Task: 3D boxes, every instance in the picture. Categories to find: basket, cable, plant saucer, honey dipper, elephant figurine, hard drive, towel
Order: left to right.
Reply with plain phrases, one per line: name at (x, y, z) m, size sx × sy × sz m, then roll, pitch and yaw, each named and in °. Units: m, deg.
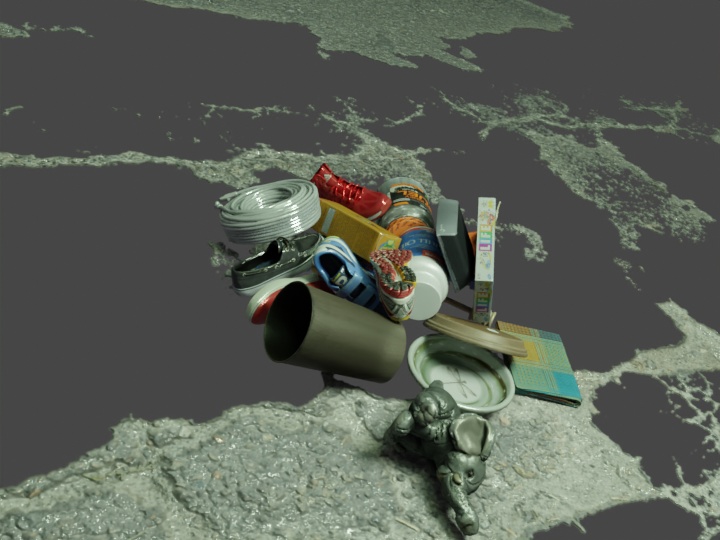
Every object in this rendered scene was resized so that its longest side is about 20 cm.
cable at (-0.174, -0.112, 1.725) m, size 0.199 × 0.070 × 0.200 m, roll -18°, pitch 24°, yaw -9°
basket at (-0.036, 0.111, 1.489) m, size 0.199 × 0.137 × 0.180 m, roll 19°, pitch -8°, yaw -27°
honey dipper at (0.172, 0.058, 1.779) m, size 0.199 × 0.038 × 0.038 m, roll 25°, pitch 34°, yaw 9°
elephant figurine at (0.143, 0.285, 1.390) m, size 0.200 × 0.155 × 0.142 m, roll 41°, pitch -6°, yaw 11°
hard drive at (0.182, -0.055, 1.712) m, size 0.042 × 0.135 × 0.200 m, roll -16°, pitch 20°, yaw 14°
plant saucer at (0.170, 0.192, 1.574) m, size 0.199 × 0.050 × 0.200 m, roll 15°, pitch 31°, yaw -9°
plant saucer at (0.213, 0.116, 1.639) m, size 0.199 × 0.030 × 0.200 m, roll 17°, pitch 2°, yaw -1°
towel at (0.339, 0.177, 1.718) m, size 0.146 × 0.022 × 0.200 m, roll 14°, pitch 33°, yaw -12°

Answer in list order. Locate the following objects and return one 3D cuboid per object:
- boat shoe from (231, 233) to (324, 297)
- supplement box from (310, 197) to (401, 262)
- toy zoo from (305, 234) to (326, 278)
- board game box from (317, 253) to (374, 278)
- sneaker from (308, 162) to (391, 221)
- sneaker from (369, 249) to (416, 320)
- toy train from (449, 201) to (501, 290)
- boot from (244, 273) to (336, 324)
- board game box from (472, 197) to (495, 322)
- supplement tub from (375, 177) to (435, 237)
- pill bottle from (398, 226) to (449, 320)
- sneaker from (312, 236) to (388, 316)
boat shoe at (-0.151, -0.026, 1.636) m, size 0.199 × 0.066 × 0.070 m, roll -27°, pitch 43°, yaw -19°
supplement box at (-0.016, -0.076, 1.746) m, size 0.066 × 0.069 × 0.200 m, roll 11°, pitch 13°, yaw -48°
toy zoo at (-0.041, -0.027, 1.798) m, size 0.131 × 0.021 × 0.200 m, roll 40°, pitch 38°, yaw 26°
board game box at (0.000, 0.000, 1.727) m, size 0.199 × 0.019 × 0.103 m, roll 18°, pitch 35°, yaw -28°
sneaker at (-0.037, -0.160, 1.835) m, size 0.199 × 0.116 × 0.079 m, roll 0°, pitch 48°, yaw 41°
sneaker at (0.055, 0.020, 1.560) m, size 0.077 × 0.083 × 0.200 m, roll -1°, pitch 25°, yaw 0°
toy train at (0.218, -0.066, 1.878) m, size 0.115 × 0.085 × 0.201 m, roll 12°, pitch 68°, yaw 9°
boot at (-0.095, 0.080, 1.578) m, size 0.144 × 0.073 × 0.200 m, roll 41°, pitch 35°, yaw 25°
board game box at (0.237, -0.021, 1.713) m, size 0.034 × 0.135 × 0.201 m, roll 3°, pitch 53°, yaw 7°
supplement tub at (0.091, -0.105, 1.869) m, size 0.122 × 0.123 × 0.200 m, roll 14°, pitch 28°, yaw -10°
pill bottle at (0.114, 0.007, 1.696) m, size 0.112 × 0.113 × 0.200 m, roll 17°, pitch 29°, yaw -5°
sneaker at (-0.012, 0.026, 1.599) m, size 0.200 × 0.074 × 0.082 m, roll 43°, pitch 18°, yaw 6°
